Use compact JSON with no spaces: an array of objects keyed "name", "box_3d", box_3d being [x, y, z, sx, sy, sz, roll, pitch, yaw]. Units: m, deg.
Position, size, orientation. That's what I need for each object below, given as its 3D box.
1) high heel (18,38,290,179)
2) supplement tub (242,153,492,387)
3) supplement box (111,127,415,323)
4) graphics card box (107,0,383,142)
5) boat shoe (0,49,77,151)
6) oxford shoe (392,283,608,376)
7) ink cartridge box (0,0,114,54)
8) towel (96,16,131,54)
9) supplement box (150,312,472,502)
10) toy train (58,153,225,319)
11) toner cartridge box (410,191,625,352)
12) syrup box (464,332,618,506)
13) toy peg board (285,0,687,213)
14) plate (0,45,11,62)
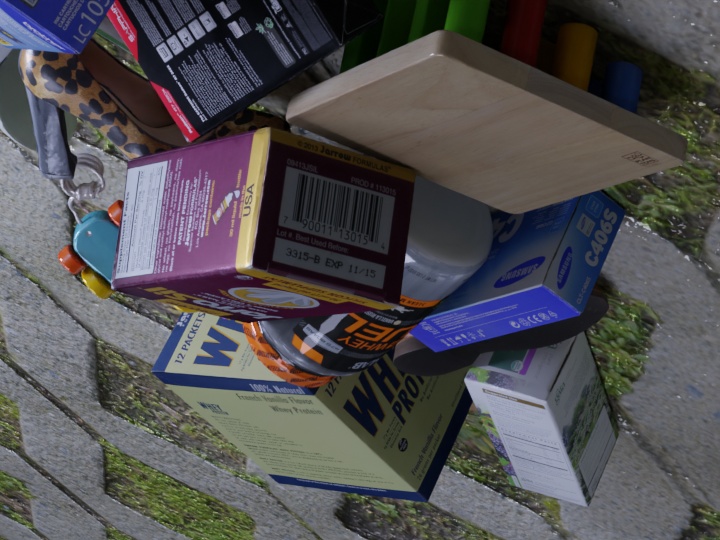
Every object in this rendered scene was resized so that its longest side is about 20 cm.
[{"name":"high heel","box_3d":[-0.153,-0.136,1.609,0.199,0.072,0.143,-5,132,-4]},{"name":"supplement tub","box_3d":[0.000,0.000,1.651,0.122,0.123,0.200,33,132,-15]},{"name":"supplement box","box_3d":[-0.073,-0.028,1.539,0.130,0.104,0.200,14,168,-32]},{"name":"graphics card box","box_3d":[-0.085,-0.178,1.456,0.200,0.051,0.126,-27,97,52]},{"name":"boat shoe","box_3d":[-0.310,-0.174,1.768,0.071,0.070,0.201,29,167,47]},{"name":"oxford shoe","box_3d":[0.111,0.028,1.748,0.199,0.072,0.071,-14,147,33]},{"name":"ink cartridge box","box_3d":[-0.195,-0.216,1.404,0.076,0.137,0.200,35,172,-23]},{"name":"towel","box_3d":[-0.129,-0.193,1.588,0.152,0.023,0.200,33,155,-13]},{"name":"supplement box","box_3d":[-0.038,0.093,1.933,0.199,0.135,0.200,1,146,44]},{"name":"toy train","box_3d":[-0.142,-0.041,1.719,0.199,0.056,0.151,5,113,-8]},{"name":"toner cartridge box","box_3d":[0.113,0.000,1.645,0.043,0.095,0.200,35,154,-21]},{"name":"syrup box","box_3d":[0.159,0.118,1.856,0.081,0.079,0.200,14,153,26]},{"name":"toy peg board","box_3d":[0.089,-0.130,1.441,0.198,0.098,0.200,20,162,-27]},{"name":"plate","box_3d":[-0.353,-0.210,1.608,0.200,0.032,0.200,46,132,-3]}]
